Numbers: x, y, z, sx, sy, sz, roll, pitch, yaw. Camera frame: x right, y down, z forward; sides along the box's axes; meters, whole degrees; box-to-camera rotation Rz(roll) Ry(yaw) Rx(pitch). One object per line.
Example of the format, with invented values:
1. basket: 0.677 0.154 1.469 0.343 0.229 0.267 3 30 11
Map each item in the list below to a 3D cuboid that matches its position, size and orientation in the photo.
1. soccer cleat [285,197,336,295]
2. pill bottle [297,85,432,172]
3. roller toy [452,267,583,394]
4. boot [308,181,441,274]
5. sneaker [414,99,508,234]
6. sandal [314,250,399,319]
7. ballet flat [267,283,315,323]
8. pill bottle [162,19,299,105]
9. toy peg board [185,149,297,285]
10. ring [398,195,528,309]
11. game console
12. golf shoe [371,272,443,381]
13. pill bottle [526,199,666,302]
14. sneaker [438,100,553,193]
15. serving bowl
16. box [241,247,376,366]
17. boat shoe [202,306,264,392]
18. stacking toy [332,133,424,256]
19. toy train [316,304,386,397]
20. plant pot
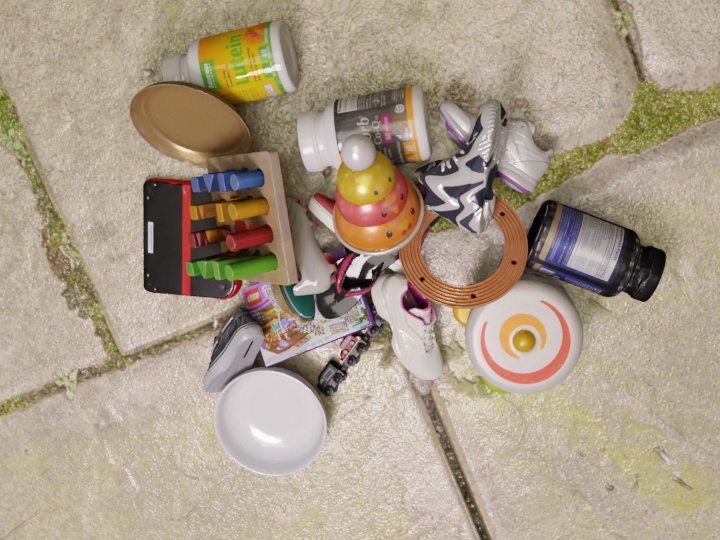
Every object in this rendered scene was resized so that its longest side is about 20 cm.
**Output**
1. soccer cleat: -0.104 -0.043 1.298 0.077 0.201 0.070 -17 141 -15
2. pill bottle: 0.008 -0.215 1.273 0.198 0.116 0.118 -8 100 10
3. roller toy: 0.255 0.093 1.287 0.181 0.140 0.202 -22 97 11
4. boot: 0.026 -0.105 1.319 0.199 0.072 0.145 30 104 -7
5. sneaker: 0.142 -0.163 1.218 0.128 0.079 0.201 18 124 24
6. sandal: 0.000 0.000 1.290 0.075 0.045 0.200 44 102 -13
7. ballet flat: -0.128 0.013 1.330 0.065 0.070 0.201 -43 52 32
8. pill bottle: -0.205 -0.318 1.285 0.198 0.111 0.112 -11 100 10
9. toy peg board: -0.203 -0.073 1.255 0.199 0.097 0.202 5 106 52
10. ring: 0.158 -0.035 1.255 0.198 0.019 0.203 -2 67 5
11. game console: -0.289 -0.052 1.398 0.175 0.031 0.202 5 102 11
12. golf shoe: 0.091 0.095 1.327 0.091 0.075 0.201 -10 113 54
13. pill bottle: 0.361 -0.025 1.262 0.198 0.112 0.113 21 104 3
14. sneaker: 0.212 -0.212 1.274 0.199 0.075 0.100 36 96 -8
15. serving bowl: -0.151 0.252 1.412 0.198 0.066 0.202 2 109 6
16. box: -0.088 0.062 1.366 0.198 0.039 0.138 -22 82 12
17. boat shoe: -0.219 0.136 1.392 0.200 0.072 0.071 -51 51 39
18. stacking toy: 0.009 -0.125 1.183 0.144 0.200 0.148 -6 62 12
19. toy train: -0.012 0.130 1.391 0.046 0.034 0.201 38 104 10
20. plant pot: -0.267 -0.234 1.297 0.198 0.201 0.028 10 60 6
